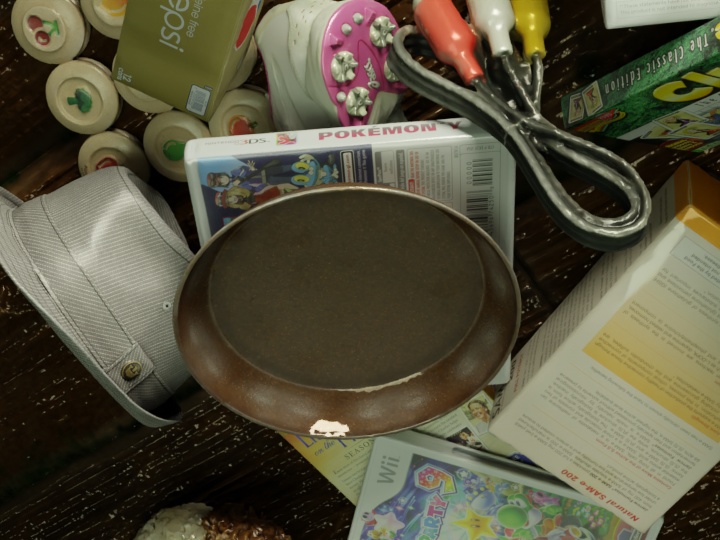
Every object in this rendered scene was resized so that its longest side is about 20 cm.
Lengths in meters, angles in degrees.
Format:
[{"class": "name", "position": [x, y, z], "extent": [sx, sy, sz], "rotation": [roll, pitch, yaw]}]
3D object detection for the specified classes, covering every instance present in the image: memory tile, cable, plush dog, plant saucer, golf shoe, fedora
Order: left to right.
[{"class": "fedora", "position": [-0.147, 0.003, 0.790], "extent": [0.090, 0.177, 0.200], "rotation": [-34, 122, -2]}, {"class": "memory tile", "position": [-0.141, -0.144, 0.775], "extent": [0.152, 0.017, 0.201], "rotation": [-13, 114, 19]}, {"class": "plush dog", "position": [-0.114, 0.255, 0.914], "extent": [0.199, 0.160, 0.173], "rotation": [-20, 90, 36]}, {"class": "plant saucer", "position": [-0.008, 0.021, 0.723], "extent": [0.199, 0.035, 0.201], "rotation": [-2, 133, -2]}, {"class": "golf shoe", "position": [-0.008, -0.077, 0.761], "extent": [0.091, 0.075, 0.201], "rotation": [21, 137, 39]}, {"class": "cable", "position": [0.078, -0.092, 0.649], "extent": [0.097, 0.201, 0.050], "rotation": [-13, 141, -12]}]

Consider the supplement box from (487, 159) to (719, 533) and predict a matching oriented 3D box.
[{"class": "supplement box", "position": [0.187, 0.051, 0.773], "extent": [0.126, 0.074, 0.200], "rotation": [34, 119, -6]}]

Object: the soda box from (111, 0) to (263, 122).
[{"class": "soda box", "position": [-0.077, -0.175, 0.658], "extent": [0.064, 0.068, 0.200], "rotation": [25, 141, -4]}]

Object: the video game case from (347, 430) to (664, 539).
[{"class": "video game case", "position": [0.093, 0.191, 0.871], "extent": [0.199, 0.018, 0.144], "rotation": [16, 123, 4]}]

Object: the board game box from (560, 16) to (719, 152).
[{"class": "board game box", "position": [0.204, -0.103, 0.627], "extent": [0.104, 0.024, 0.200], "rotation": [8, 164, -28]}]

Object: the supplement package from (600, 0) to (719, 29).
[{"class": "supplement package", "position": [0.163, -0.233, 0.597], "extent": [0.109, 0.114, 0.201], "rotation": [-4, 118, 11]}]

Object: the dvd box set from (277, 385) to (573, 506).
[{"class": "dvd box set", "position": [0.058, 0.136, 0.875], "extent": [0.146, 0.029, 0.200], "rotation": [-38, 106, 28]}]

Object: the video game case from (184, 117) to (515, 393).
[{"class": "video game case", "position": [0.000, 0.000, 0.743], "extent": [0.181, 0.023, 0.201], "rotation": [-4, 133, 0]}]
